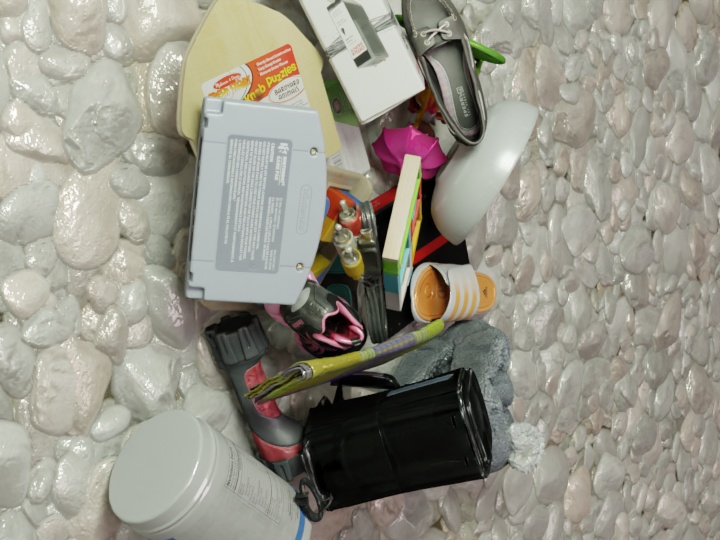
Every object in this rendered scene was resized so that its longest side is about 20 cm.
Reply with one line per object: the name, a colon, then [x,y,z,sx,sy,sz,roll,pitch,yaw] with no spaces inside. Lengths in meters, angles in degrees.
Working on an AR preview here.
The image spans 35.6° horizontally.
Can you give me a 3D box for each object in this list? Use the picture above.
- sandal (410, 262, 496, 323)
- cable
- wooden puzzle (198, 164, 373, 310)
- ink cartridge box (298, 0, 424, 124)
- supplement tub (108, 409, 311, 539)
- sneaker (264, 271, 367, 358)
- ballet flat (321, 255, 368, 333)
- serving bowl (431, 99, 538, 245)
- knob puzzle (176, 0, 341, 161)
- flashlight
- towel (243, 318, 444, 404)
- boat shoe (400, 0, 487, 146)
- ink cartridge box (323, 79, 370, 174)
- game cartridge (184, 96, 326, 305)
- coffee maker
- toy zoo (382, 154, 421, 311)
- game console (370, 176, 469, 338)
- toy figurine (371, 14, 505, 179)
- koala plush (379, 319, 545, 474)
sandal: [0.139,0.026,1.496,0.206,0.059,0.080,-4,90,-52]
cable: [0.000,0.000,1.269,0.201,0.050,0.098,83,3,-52]
wooden puzzle: [-0.069,-0.028,1.234,0.186,0.046,0.200,-59,154,12]
ink cartridge box: [-0.006,-0.278,1.246,0.201,0.082,0.147,62,9,-13]
supplement tub: [-0.156,0.250,1.196,0.200,0.131,0.133,44,64,-39]
sneaker: [-0.029,0.065,1.247,0.079,0.095,0.200,-57,151,-5]
ballet flat: [-0.021,0.007,1.372,0.064,0.067,0.202,-21,113,-72]
serving bowl: [0.143,-0.134,1.410,0.065,0.200,0.201,30,68,-5]
knob puzzle: [-0.117,-0.185,1.164,0.218,0.030,0.222,-6,99,-42]
flashlight: [-0.107,0.143,1.280,0.068,0.068,0.202,-36,120,-37]
towel: [-0.016,0.100,1.226,0.199,0.143,0.023,-15,79,-35]
boat shoe: [0.103,-0.236,1.287,0.066,0.057,0.201,-22,113,3]
ink cartridge box: [-0.088,-0.128,1.269,0.199,0.067,0.118,-34,116,-39]
game cartridge: [-0.102,-0.067,1.123,0.132,0.040,0.202,5,103,-14]
coffee maker: [0.046,0.204,1.282,0.193,0.198,0.135,-85,153,-51]
toy zoo: [0.052,-0.035,1.353,0.200,0.020,0.132,81,21,-69]
game console: [0.069,-0.029,1.481,0.199,0.031,0.178,-33,122,-39]
toy figurine: [0.081,-0.205,1.416,0.200,0.149,0.186,-38,150,-81]
koala plush: [0.152,0.189,1.492,0.201,0.176,0.184,62,41,-26]
